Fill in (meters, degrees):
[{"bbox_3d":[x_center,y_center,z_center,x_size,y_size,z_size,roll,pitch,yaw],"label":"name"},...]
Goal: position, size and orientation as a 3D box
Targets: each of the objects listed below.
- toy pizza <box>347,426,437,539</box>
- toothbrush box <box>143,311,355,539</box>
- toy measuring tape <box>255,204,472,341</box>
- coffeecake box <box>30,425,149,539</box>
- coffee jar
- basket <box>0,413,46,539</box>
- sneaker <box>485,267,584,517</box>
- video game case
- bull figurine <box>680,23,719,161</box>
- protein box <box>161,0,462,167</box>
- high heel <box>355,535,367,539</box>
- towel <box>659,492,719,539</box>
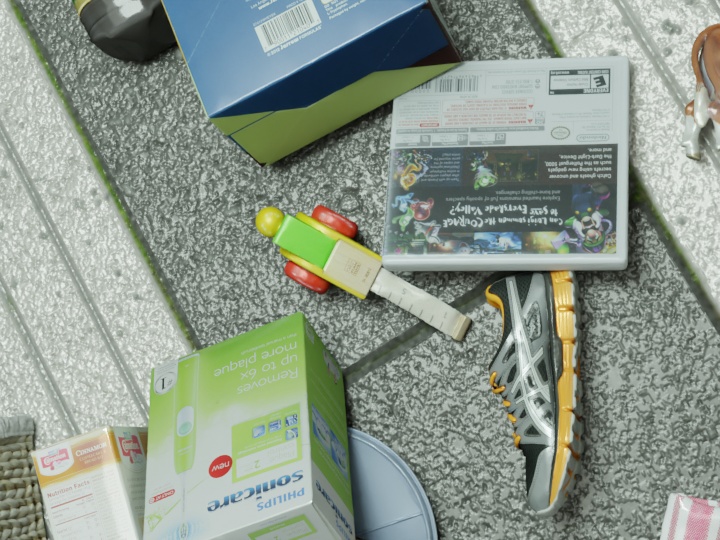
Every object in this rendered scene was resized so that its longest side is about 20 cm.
[{"bbox_3d":[-0.031,0.229,1.261,0.197,0.032,0.203,-1,84,14],"label":"toy pizza"},{"bbox_3d":[-0.088,0.150,1.198,0.144,0.086,0.202,-20,42,14],"label":"toothbrush box"},{"bbox_3d":[0.000,0.000,1.273,0.198,0.074,0.074,28,91,-9],"label":"toy measuring tape"},{"bbox_3d":[-0.182,0.233,1.232,0.072,0.153,0.203,-19,80,10],"label":"coffeecake box"},{"bbox_3d":[-0.225,-0.284,1.320,0.085,0.104,0.202,-27,80,7],"label":"coffee jar"},{"bbox_3d":[-0.383,0.218,1.258,0.195,0.200,0.163,-14,83,11],"label":"basket"},{"bbox_3d":[0.139,0.096,1.216,0.076,0.078,0.203,-2,73,12],"label":"sneaker"},{"bbox_3d":[0.120,-0.088,1.240,0.197,0.023,0.184,0,68,13],"label":"video game case"},{"bbox_3d":[0.350,-0.125,1.191,0.198,0.065,0.123,20,86,15],"label":"bull figurine"},{"bbox_3d":[-0.054,-0.232,1.246,0.197,0.135,0.202,-26,71,8],"label":"protein box"},{"bbox_3d":[-0.031,0.238,1.169,0.197,0.142,0.073,-5,83,13],"label":"high heel"},{"bbox_3d":[0.323,0.264,1.177,0.197,0.030,0.149,11,86,14],"label":"towel"}]
